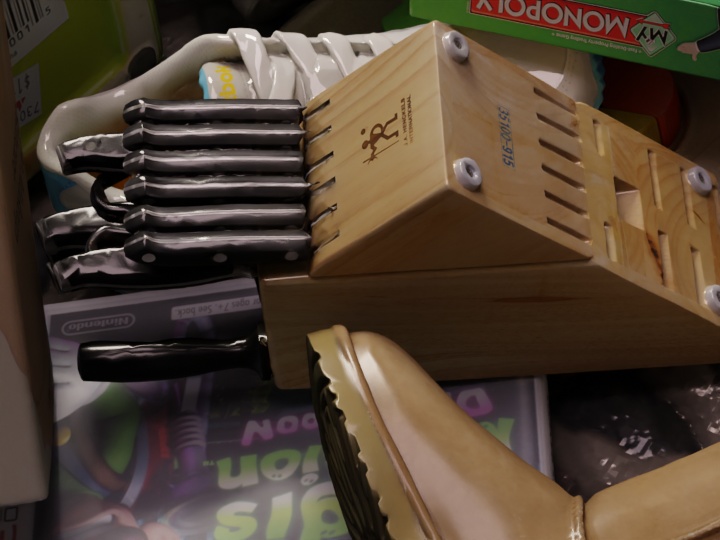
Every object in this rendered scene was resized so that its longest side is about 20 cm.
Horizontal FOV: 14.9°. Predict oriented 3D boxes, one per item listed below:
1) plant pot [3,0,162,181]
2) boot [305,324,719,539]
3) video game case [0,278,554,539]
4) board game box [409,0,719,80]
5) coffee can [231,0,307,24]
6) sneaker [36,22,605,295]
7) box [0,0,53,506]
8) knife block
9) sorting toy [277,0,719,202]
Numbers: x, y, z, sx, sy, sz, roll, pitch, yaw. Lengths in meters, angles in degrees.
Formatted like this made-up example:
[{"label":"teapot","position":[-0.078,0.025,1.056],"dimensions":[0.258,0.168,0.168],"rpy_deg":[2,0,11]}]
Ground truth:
[{"label":"plant pot","position":[-0.191,-0.121,1.004],"dimensions":[0.181,0.200,0.200],"rpy_deg":[34,62,28]},{"label":"boot","position":[0.101,0.064,0.834],"dimensions":[0.199,0.066,0.176],"rpy_deg":[-20,62,-13]},{"label":"video game case","position":[-0.035,0.074,0.903],"dimensions":[0.198,0.023,0.183],"rpy_deg":[-7,48,7]},{"label":"board game box","position":[0.113,-0.131,0.978],"dimensions":[0.134,0.029,0.200],"rpy_deg":[13,34,18]},{"label":"coffee can","position":[-0.047,-0.215,1.018],"dimensions":[0.146,0.146,0.200],"rpy_deg":[-38,87,-20]},{"label":"sneaker","position":[-0.013,-0.047,0.945],"dimensions":[0.199,0.081,0.077],"rpy_deg":[-18,59,11]},{"label":"box","position":[-0.146,-0.030,0.859],"dimensions":[0.077,0.201,0.095],"rpy_deg":[-6,29,-2]},{"label":"knife block","position":[0.000,0.000,0.900],"dimensions":[0.175,0.199,0.064],"rpy_deg":[-31,49,38]},{"label":"sorting toy","position":[0.091,-0.091,1.010],"dimensions":[0.185,0.037,0.200],"rpy_deg":[-40,52,-21]}]
